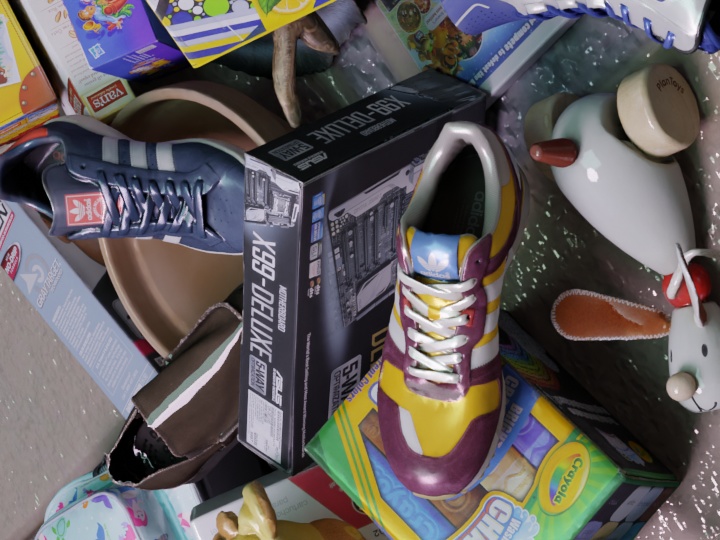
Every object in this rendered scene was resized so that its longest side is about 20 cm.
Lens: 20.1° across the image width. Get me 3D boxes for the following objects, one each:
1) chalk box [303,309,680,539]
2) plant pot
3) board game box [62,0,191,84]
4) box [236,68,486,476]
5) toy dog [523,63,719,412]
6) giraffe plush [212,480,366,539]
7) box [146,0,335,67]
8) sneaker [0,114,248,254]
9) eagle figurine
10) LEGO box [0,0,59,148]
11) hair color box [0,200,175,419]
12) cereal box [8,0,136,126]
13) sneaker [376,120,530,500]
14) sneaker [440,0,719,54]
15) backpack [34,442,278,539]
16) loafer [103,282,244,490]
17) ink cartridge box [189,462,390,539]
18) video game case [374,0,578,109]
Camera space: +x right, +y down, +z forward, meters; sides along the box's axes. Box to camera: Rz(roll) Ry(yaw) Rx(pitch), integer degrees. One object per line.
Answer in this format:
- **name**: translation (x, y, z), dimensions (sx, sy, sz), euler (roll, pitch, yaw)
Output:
- **chalk box**: translation (0.092, 0.127, 1.167), dimensions (0.200, 0.125, 0.124), euler (45, 102, 23)
- **plant pot**: translation (-0.073, -0.031, 1.314), dimensions (0.200, 0.092, 0.202), euler (20, 121, 37)
- **board game box**: translation (-0.155, -0.190, 1.271), dimensions (0.045, 0.200, 0.135), euler (-22, 91, 4)
- **box**: translation (0.000, 0.000, 1.196), dimensions (0.050, 0.157, 0.201), euler (29, 129, 34)
- **toy dog**: translation (0.148, -0.017, 1.103), dimensions (0.200, 0.096, 0.132), euler (54, 135, 14)
- **giraffe plush**: translation (-0.025, 0.215, 1.194), dimensions (0.173, 0.200, 0.162), euler (-50, 57, 19)
- **box**: translation (-0.019, -0.186, 1.063), dimensions (0.199, 0.064, 0.070), euler (-23, 126, 18)
- **sneaker**: translation (-0.142, -0.044, 1.242), dimensions (0.199, 0.084, 0.075), euler (12, 114, 33)
- **eagle figurine**: translation (-0.061, -0.187, 1.221), dimensions (0.150, 0.200, 0.152), euler (25, 98, -13)
- **LEGO box**: translation (-0.284, -0.181, 1.384), dimensions (0.201, 0.077, 0.149), euler (63, 172, -3)
- **hair color box**: translation (-0.168, 0.010, 1.419), dimensions (0.200, 0.099, 0.061), euler (48, 133, 19)
- **cereal box**: translation (-0.211, -0.172, 1.382), dimensions (0.201, 0.039, 0.144), euler (61, 170, 8)
- **sneaker**: translation (0.043, 0.019, 1.088), dimensions (0.074, 0.090, 0.201), euler (3, 75, 17)
- **sneaker**: translation (0.138, -0.153, 1.058), dimensions (0.199, 0.080, 0.116), euler (-27, 88, 34)
- **backpack**: translation (-0.142, 0.209, 1.449), dimensions (0.200, 0.150, 0.178), euler (-24, 90, 51)
- **loafer**: translation (-0.101, 0.085, 1.274), dimensions (0.073, 0.071, 0.200), euler (49, 134, 15)
- **ink cartridge box**: translation (-0.006, 0.220, 1.305), dimensions (0.083, 0.144, 0.201), euler (167, 80, -85)
- **video game case**: translation (0.046, -0.204, 1.184), dimensions (0.201, 0.018, 0.143), euler (57, 135, 11)
